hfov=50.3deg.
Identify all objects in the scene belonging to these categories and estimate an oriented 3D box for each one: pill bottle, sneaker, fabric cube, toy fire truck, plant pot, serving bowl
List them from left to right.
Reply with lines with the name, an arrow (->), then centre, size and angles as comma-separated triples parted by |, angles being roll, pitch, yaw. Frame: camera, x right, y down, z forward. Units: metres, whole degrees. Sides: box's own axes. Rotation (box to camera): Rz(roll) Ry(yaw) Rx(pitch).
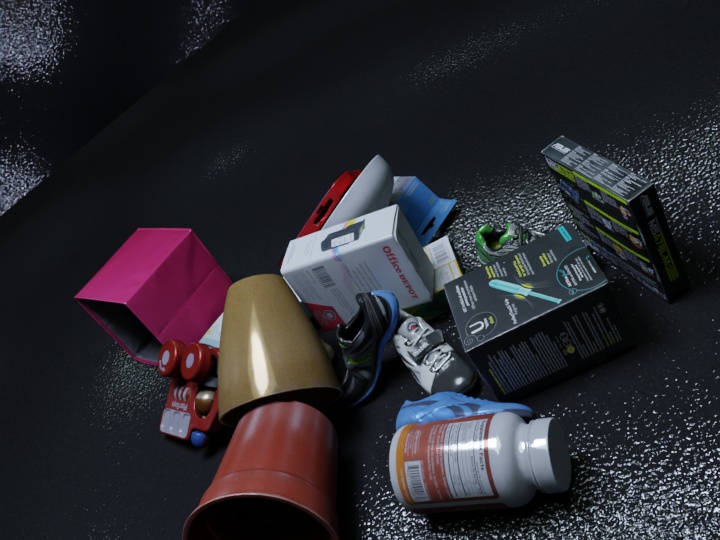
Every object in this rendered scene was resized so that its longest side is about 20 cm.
fabric cube -> -0.398, 0.053, 1.531 | 0.196, 0.200, 0.199 | 1, 46, 42
toy fire truck -> -0.272, 0.211, 1.305 | 0.200, 0.112, 0.168 | 0, 77, 49
plant pot -> -0.141, 0.115, 1.170 | 0.186, 0.186, 0.200 | -23, 67, 17
plant pot -> -0.113, 0.292, 1.024 | 0.201, 0.201, 0.195 | -22, 28, 18
sneaker -> -0.005, 0.116, 1.164 | 0.071, 0.083, 0.200 | -119, 41, -59
serving bowl -> -0.002, -0.097, 1.306 | 0.200, 0.066, 0.200 | -54, 1, 1
sneaker -> 0.092, 0.118, 1.138 | 0.074, 0.089, 0.200 | -40, 36, -10
sneaker -> 0.138, 0.188, 1.029 | 0.200, 0.066, 0.079 | -14, 42, 29
pill bottle -> 0.145, 0.232, 0.931 | 0.200, 0.112, 0.112 | -13, 40, 28
sneaker -> 0.258, -0.028, 1.175 | 0.200, 0.085, 0.078 | 3, 49, 42

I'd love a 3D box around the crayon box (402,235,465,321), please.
crayon box -> 0.078, 0.036, 1.279 | 0.200, 0.052, 0.126 | -26, 35, 11

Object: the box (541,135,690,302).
box -> 0.350, -0.074, 1.056 | 0.047, 0.193, 0.200 | -35, 33, -2

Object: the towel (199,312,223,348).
towel -> -0.195, 0.101, 1.438 | 0.200, 0.048, 0.171 | 10, 51, 46

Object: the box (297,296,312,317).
box -> -0.129, 0.058, 1.354 | 0.200, 0.049, 0.082 | -32, 42, -9

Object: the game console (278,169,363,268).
game console -> -0.065, -0.090, 1.341 | 0.200, 0.031, 0.177 | -54, 0, 15

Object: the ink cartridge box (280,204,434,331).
ink cartridge box -> 0.000, 0.000, 1.214 | 0.200, 0.146, 0.083 | -17, 36, 23

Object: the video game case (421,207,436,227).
video game case -> 0.038, -0.057, 1.456 | 0.200, 0.019, 0.143 | -48, 36, -17

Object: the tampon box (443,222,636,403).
tampon box -> 0.239, 0.060, 1.047 | 0.200, 0.126, 0.150 | -27, 34, 12

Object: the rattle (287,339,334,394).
rattle -> -0.149, 0.156, 1.255 | 0.200, 0.143, 0.130 | -38, 49, -15

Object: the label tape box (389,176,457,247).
label tape box -> 0.057, -0.106, 1.427 | 0.200, 0.063, 0.144 | 6, 52, 45
